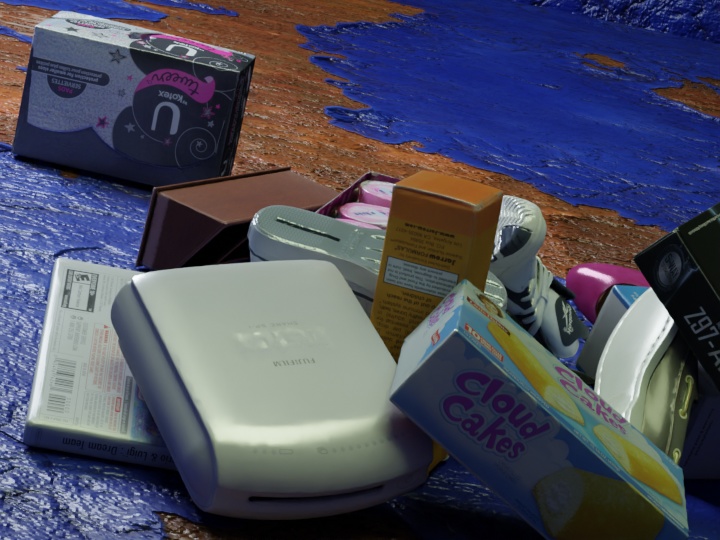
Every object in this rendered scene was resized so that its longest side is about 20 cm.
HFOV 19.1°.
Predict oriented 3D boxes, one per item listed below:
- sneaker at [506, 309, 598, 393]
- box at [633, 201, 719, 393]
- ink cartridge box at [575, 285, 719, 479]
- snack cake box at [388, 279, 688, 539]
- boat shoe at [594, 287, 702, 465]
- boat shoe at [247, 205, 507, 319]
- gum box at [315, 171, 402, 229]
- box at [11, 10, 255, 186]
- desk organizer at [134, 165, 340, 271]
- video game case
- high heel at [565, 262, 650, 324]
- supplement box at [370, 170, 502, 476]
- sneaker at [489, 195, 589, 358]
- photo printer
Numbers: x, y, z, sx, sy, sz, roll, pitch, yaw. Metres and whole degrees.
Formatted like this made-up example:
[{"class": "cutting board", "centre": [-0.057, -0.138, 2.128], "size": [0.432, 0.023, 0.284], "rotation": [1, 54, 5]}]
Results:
[{"class": "sneaker", "centre": [0.120, 0.086, 1.602], "size": [0.114, 0.076, 0.199], "rotation": [30, 8, 3]}, {"class": "box", "centre": [0.298, 0.022, 1.570], "size": [0.200, 0.044, 0.160], "rotation": [-25, 81, -53]}, {"class": "ink cartridge box", "centre": [0.292, 0.087, 1.656], "size": [0.200, 0.084, 0.145], "rotation": [3, 33, -31]}, {"class": "snack cake box", "centre": [0.116, 0.106, 1.380], "size": [0.200, 0.067, 0.115], "rotation": [41, 18, -7]}, {"class": "boat shoe", "centre": [0.206, 0.091, 1.524], "size": [0.060, 0.072, 0.202], "rotation": [39, 49, -18]}, {"class": "boat shoe", "centre": [0.012, 0.011, 1.560], "size": [0.200, 0.067, 0.074], "rotation": [22, 39, 19]}, {"class": "gum box", "centre": [0.000, 0.000, 1.711], "size": [0.066, 0.114, 0.200], "rotation": [16, 17, 11]}, {"class": "box", "centre": [-0.214, -0.160, 2.041], "size": [0.200, 0.132, 0.115], "rotation": [13, 15, 1]}, {"class": "desk organizer", "centre": [-0.095, -0.035, 1.832], "size": [0.077, 0.072, 0.200], "rotation": [25, 20, 27]}, {"class": "video game case", "centre": [-0.129, 0.068, 1.465], "size": [0.182, 0.024, 0.200], "rotation": [11, 32, -8]}, {"class": "high heel", "centre": [0.236, 0.043, 1.822], "size": [0.200, 0.067, 0.096], "rotation": [30, 12, 36]}, {"class": "supplement box", "centre": [0.043, 0.038, 1.469], "size": [0.069, 0.200, 0.067], "rotation": [13, 16, 17]}, {"class": "sneaker", "centre": [0.139, 0.016, 1.722], "size": [0.130, 0.199, 0.080], "rotation": [22, 56, -10]}, {"class": "photo printer", "centre": [-0.055, 0.079, 1.389], "size": [0.166, 0.069, 0.200], "rotation": [-4, 41, -26]}]
